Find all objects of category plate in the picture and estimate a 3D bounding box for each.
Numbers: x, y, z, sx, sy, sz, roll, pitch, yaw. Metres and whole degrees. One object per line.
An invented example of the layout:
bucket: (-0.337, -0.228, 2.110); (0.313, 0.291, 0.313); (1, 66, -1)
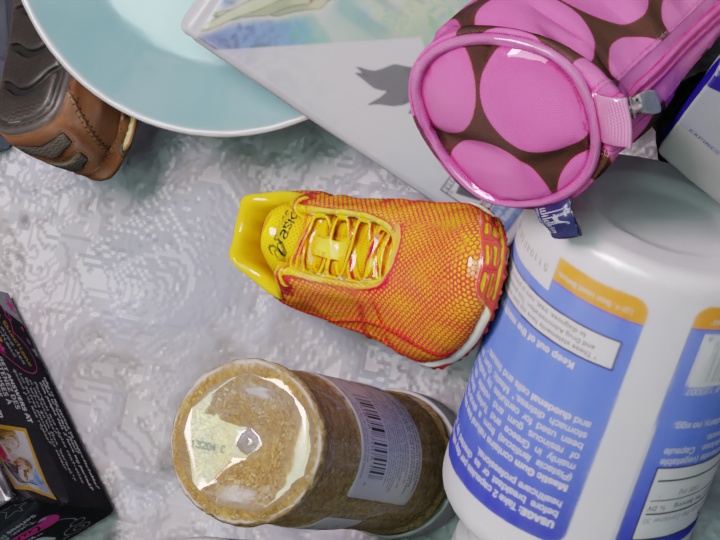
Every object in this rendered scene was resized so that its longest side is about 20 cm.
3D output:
plate: (-0.062, -0.160, 1.201); (0.200, 0.026, 0.201); (0, 90, 1)

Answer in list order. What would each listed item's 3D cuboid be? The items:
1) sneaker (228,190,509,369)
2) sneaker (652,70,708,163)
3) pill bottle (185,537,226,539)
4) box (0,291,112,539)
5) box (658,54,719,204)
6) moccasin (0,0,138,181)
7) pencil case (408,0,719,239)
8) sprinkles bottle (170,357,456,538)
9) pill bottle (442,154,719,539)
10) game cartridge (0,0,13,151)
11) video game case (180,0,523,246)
sneaker: (0.000, 0.000, 1.144); (0.200, 0.077, 0.073); (2, 79, 63)
sneaker: (0.172, -0.075, 1.148); (0.087, 0.076, 0.200); (25, 93, 26)
pill bottle: (-0.052, 0.171, 1.121); (0.113, 0.200, 0.113); (-2, 83, 20)
box: (-0.244, 0.105, 1.255); (0.200, 0.115, 0.132); (-31, 73, 13)
box: (0.250, -0.079, 1.040); (0.184, 0.105, 0.200); (38, 72, 1)
moccasin: (-0.120, -0.140, 1.262); (0.074, 0.078, 0.202); (-16, 59, 33)
pencil case: (0.102, -0.097, 1.075); (0.094, 0.200, 0.091); (-7, 115, 33)
sprinkles bottle: (-0.012, 0.078, 1.126); (0.068, 0.200, 0.068); (-3, 82, 20)
pill bottle: (0.098, 0.061, 1.111); (0.112, 0.112, 0.200); (28, 119, 21)
game cartridge: (-0.241, -0.145, 1.326); (0.133, 0.041, 0.200); (-15, 79, 14)
video game case: (0.050, -0.139, 1.172); (0.182, 0.022, 0.200); (33, 97, -16)
